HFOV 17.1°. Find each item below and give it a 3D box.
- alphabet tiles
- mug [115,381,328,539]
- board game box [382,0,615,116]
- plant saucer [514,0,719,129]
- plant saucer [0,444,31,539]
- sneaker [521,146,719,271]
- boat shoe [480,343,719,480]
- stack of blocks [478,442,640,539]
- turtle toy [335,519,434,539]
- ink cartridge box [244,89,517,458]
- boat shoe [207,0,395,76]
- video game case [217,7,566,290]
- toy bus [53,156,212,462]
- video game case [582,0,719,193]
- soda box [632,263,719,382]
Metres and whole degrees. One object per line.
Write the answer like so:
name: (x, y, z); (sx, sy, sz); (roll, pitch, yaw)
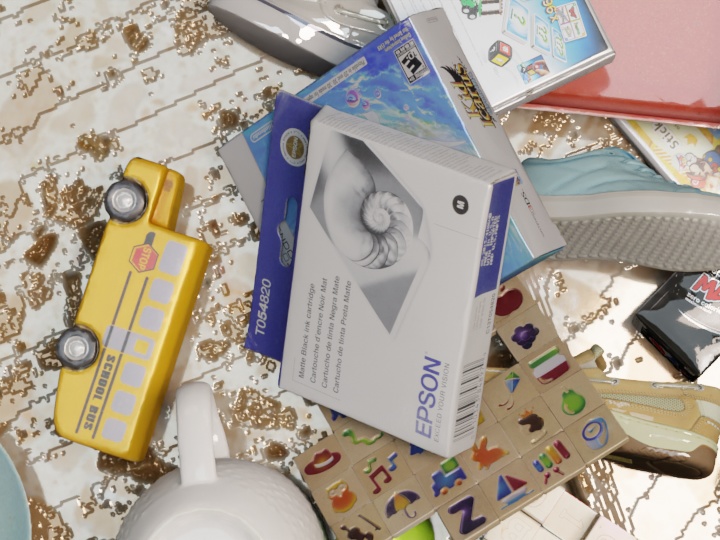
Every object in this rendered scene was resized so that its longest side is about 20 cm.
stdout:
alphabet tiles: (0.058, 0.110, 1.613); (0.200, 0.008, 0.167); (-32, 50, 0)
mug: (-0.099, 0.174, 1.601); (0.147, 0.175, 0.201); (-8, 85, 1)
board game box: (0.075, -0.206, 1.638); (0.126, 0.035, 0.201); (-25, 82, -2)
plant saucer: (0.180, -0.202, 1.667); (0.199, 0.037, 0.201); (6, 83, 5)
plant saucer: (-0.326, 0.185, 1.677); (0.200, 0.039, 0.202); (0, 85, 3)
sneaker: (0.183, -0.053, 1.632); (0.199, 0.074, 0.082); (5, 59, 28)
boat shoe: (0.152, 0.088, 1.654); (0.199, 0.072, 0.076); (13, 72, 8)
stack of blocks: (0.157, 0.196, 1.621); (0.200, 0.115, 0.059); (35, 87, 5)
turtle toy: (0.046, 0.245, 1.619); (0.101, 0.146, 0.200); (-36, 80, -22)
ink cartridge box: (0.000, 0.000, 1.597); (0.199, 0.041, 0.200); (21, 115, 31)
boat shoe: (-0.006, -0.169, 1.678); (0.199, 0.072, 0.066); (21, 81, 3)
video game case: (0.017, -0.050, 1.625); (0.200, 0.045, 0.182); (-32, 84, 38)
toy bus: (-0.159, 0.027, 1.669); (0.078, 0.065, 0.201); (18, 86, 3)
video game case: (0.244, -0.168, 1.694); (0.182, 0.023, 0.200); (-40, 86, -2)
soda box: (0.278, -0.016, 1.655); (0.063, 0.071, 0.200); (44, 88, 8)
